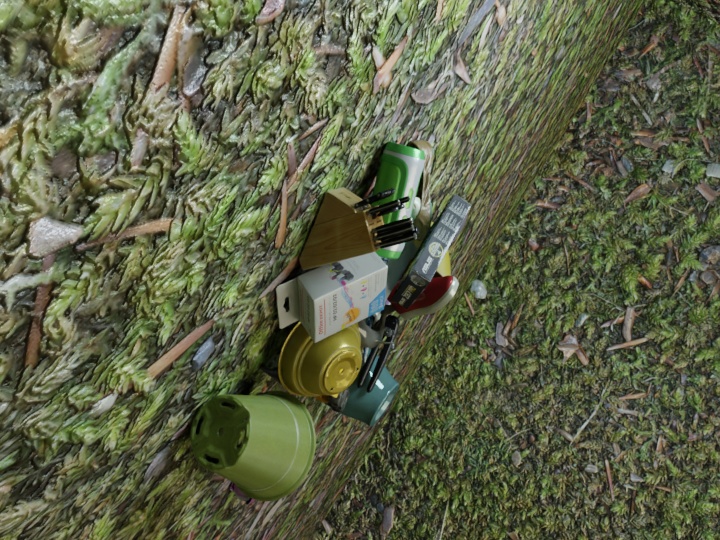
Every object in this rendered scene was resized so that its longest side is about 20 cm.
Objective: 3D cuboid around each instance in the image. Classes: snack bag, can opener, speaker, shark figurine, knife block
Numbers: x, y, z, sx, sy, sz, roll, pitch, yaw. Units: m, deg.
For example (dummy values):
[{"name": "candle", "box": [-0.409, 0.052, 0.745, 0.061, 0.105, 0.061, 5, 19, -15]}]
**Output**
[{"name": "snack bag", "box": [0.035, -0.039, 1.263, 0.191, 0.021, 0.201, -57, 135, -23]}, {"name": "can opener", "box": [0.047, 0.205, 1.559, 0.079, 0.062, 0.206, 29, 79, -75]}, {"name": "speaker", "box": [0.061, -0.131, 1.176, 0.088, 0.086, 0.206, -13, 119, -67]}, {"name": "shark figurine", "box": [0.047, 0.143, 1.455, 0.214, 0.087, 0.132, -28, 121, -63]}, {"name": "knife block", "box": [0.005, -0.052, 1.061, 0.064, 0.174, 0.204, -23, 144, -59]}]

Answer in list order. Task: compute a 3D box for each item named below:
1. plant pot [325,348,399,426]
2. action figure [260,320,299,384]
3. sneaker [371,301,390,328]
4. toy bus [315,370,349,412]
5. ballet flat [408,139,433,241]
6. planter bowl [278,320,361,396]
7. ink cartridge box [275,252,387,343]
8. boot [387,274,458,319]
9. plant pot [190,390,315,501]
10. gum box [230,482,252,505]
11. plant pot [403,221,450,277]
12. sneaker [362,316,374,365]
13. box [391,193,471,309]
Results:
[{"name": "plant pot", "box": [-0.005, 0.298, 1.657, 0.201, 0.186, 0.202, -49, 162, -23]}, {"name": "action figure", "box": [-0.113, 0.134, 1.262, 0.203, 0.068, 0.131, -58, 157, -12]}, {"name": "sneaker", "box": [0.017, 0.150, 1.638, 0.200, 0.074, 0.101, -46, 155, -34]}, {"name": "toy bus", "box": [-0.073, 0.203, 1.427, 0.201, 0.132, 0.197, 81, 29, -70]}, {"name": "ballet flat", "box": [0.109, -0.166, 1.271, 0.071, 0.067, 0.207, 9, 87, -46]}, {"name": "planter bowl", "box": [-0.057, 0.176, 1.221, 0.197, 0.083, 0.206, -22, 127, -33]}, {"name": "ink cartridge box", "box": [-0.050, 0.050, 1.137, 0.196, 0.068, 0.117, -24, 140, -23]}, {"name": "boot", "box": [0.112, 0.028, 1.394, 0.198, 0.144, 0.073, -26, -154, 49]}, {"name": "plant pot", "box": [-0.203, 0.301, 1.127, 0.202, 0.198, 0.190, -54, 152, -6]}, {"name": "gum box", "box": [-0.225, 0.454, 1.512, 0.203, 0.065, 0.113, -60, 164, 9]}, {"name": "plant pot", "box": [0.131, -0.036, 1.489, 0.202, 0.194, 0.145, 93, 16, -60]}, {"name": "sneaker", "box": [-0.012, 0.126, 1.537, 0.076, 0.084, 0.205, 74, 27, -60]}, {"name": "box", "box": [0.143, -0.035, 1.288, 0.203, 0.048, 0.162, -59, -179, -25]}]
